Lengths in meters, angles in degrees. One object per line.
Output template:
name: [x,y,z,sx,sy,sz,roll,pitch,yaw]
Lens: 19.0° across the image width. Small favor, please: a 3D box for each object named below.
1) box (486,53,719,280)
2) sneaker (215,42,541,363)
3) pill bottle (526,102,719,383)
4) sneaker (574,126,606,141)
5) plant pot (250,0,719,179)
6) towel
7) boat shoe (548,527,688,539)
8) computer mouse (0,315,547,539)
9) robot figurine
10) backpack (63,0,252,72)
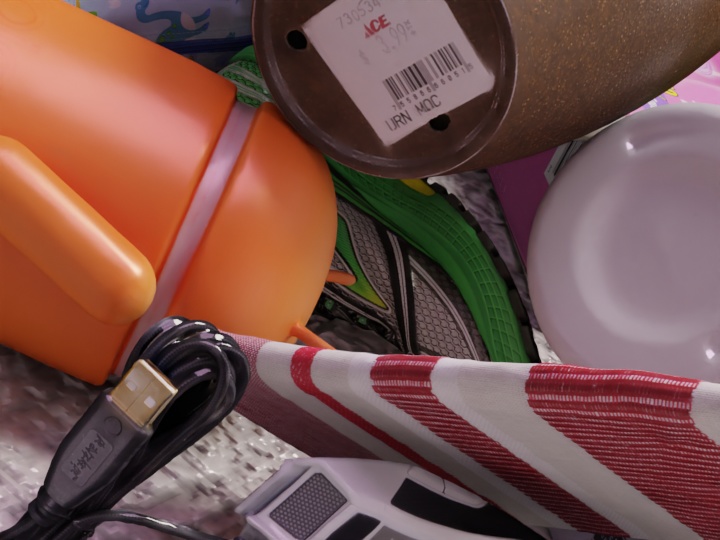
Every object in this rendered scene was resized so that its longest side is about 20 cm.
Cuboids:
box: [0.174,-0.030,1.012,0.199,0.097,0.176,19,27,-19]
sneaker: [0.000,0.000,0.838,0.200,0.085,0.078,50,-9,18]
pill bottle: [0.149,0.019,0.830,0.111,0.111,0.200,44,6,30]
sneaker: [0.043,-0.121,0.965,0.200,0.074,0.118,42,-9,13]
plant pot: [0.045,-0.114,0.763,0.186,0.187,0.200,31,35,7]
towel: [0.057,0.052,0.651,0.199,0.023,0.144,4,-20,35]
boat shoe: [0.115,0.114,0.730,0.056,0.069,0.200,18,25,-19]
computer mouse: [-0.011,0.086,0.645,0.199,0.110,0.044,25,17,-29]
robot figurine: [-0.094,-0.024,0.728,0.199,0.144,0.117,25,65,-6]
backpack: [-0.114,-0.124,0.881,0.199,0.154,0.163,-19,45,-30]
